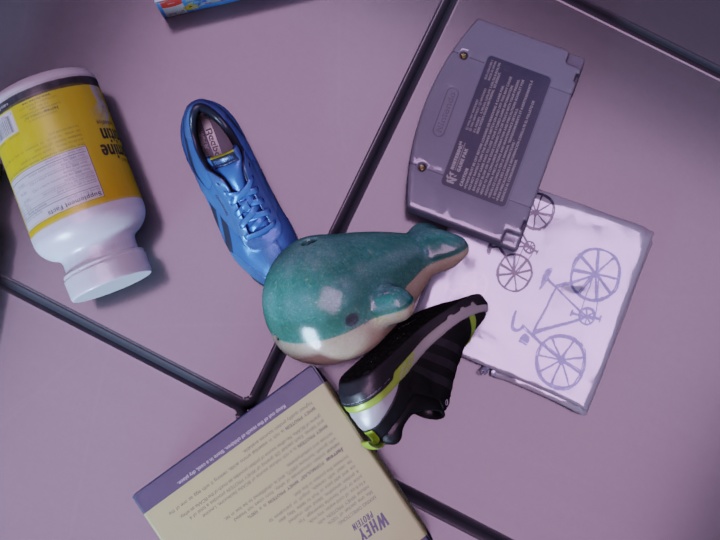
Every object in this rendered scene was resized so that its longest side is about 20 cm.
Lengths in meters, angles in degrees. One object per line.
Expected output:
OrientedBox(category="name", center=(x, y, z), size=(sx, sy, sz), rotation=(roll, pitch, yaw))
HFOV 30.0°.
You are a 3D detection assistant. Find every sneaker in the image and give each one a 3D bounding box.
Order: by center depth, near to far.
OrientedBox(category="sneaker", center=(0.054, 0.094, 1.219), size=(0.199, 0.071, 0.084), rotation=(-36, 102, -39))
OrientedBox(category="sneaker", center=(-0.115, -0.070, 1.277), size=(0.065, 0.078, 0.202), rotation=(-27, 87, -4))

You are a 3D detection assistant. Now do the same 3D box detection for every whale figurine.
OrientedBox(category="whale figurine", center=(0.000, 0.000, 1.232), size=(0.199, 0.159, 0.105), rotation=(-30, 115, -16))

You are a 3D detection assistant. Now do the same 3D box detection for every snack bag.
OrientedBox(category="snack bag", center=(0.160, 0.016, 1.296), size=(0.198, 0.021, 0.191), rotation=(21, 85, 5))

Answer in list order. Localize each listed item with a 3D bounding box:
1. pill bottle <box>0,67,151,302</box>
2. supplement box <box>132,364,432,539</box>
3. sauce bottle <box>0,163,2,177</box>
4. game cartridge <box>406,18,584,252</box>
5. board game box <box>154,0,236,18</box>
OrientedBox(category="pill bottle", center=(-0.268, -0.078, 1.260), size=(0.111, 0.112, 0.202), rotation=(-22, 86, -1))
OrientedBox(category="supplement box", center=(-0.064, 0.226, 1.224), size=(0.199, 0.134, 0.201), rotation=(-36, 86, -3))
OrientedBox(category="sauce bottle", center=(-0.378, -0.007, 1.280), size=(0.064, 0.065, 0.203), rotation=(11, 84, 1))
OrientedBox(category="game cartridge", center=(0.122, -0.133, 1.290), size=(0.132, 0.042, 0.202), rotation=(20, 80, 9))
OrientedBox(category="board game box", center=(-0.123, -0.369, 1.309), size=(0.193, 0.056, 0.203), rotation=(-12, 86, 0))
